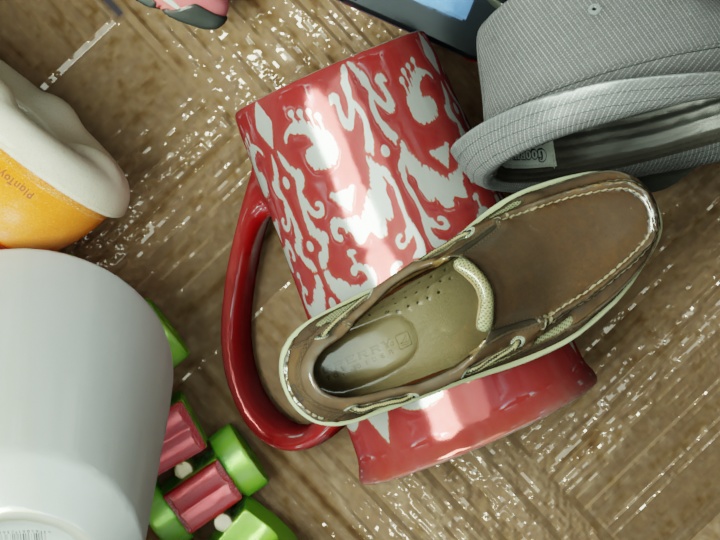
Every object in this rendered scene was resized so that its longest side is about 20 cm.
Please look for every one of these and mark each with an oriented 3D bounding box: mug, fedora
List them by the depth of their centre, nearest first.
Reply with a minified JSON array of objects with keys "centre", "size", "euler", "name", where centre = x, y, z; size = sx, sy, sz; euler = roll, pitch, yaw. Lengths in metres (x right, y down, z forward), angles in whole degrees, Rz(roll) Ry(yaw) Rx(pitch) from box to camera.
[{"centre":[-0.173,0.106,1.100],"size":[0.186,0.154,0.149],"euler":[-40,121,20],"name":"mug"},{"centre":[0.136,-0.102,1.119],"size":[0.198,0.177,0.091],"euler":[-12,80,3],"name":"fedora"},{"centre":[0.003,-0.001,1.186],"size":[0.176,0.133,0.202],"euler":[-23,92,-4],"name":"mug"}]

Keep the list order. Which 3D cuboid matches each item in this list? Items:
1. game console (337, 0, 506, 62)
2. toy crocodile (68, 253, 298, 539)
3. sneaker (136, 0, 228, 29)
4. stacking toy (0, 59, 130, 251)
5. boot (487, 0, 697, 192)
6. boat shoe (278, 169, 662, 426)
[{"centre":[0.029,-0.220,1.209],"size":[0.199,0.031,0.178],"euler":[23,101,-6],"name":"game console"},{"centre":[-0.105,0.081,1.214],"size":[0.067,0.062,0.201],"euler":[-34,95,-2],"name":"toy crocodile"},{"centre":[-0.123,-0.212,1.178],"size":[0.087,0.074,0.200],"euler":[-40,93,8],"name":"sneaker"},{"centre":[-0.225,-0.012,1.163],"size":[0.146,0.146,0.200],"euler":[39,95,-6],"name":"stacking toy"},{"centre":[0.176,-0.156,1.198],"size":[0.200,0.077,0.138],"euler":[-46,110,-1],"name":"boot"},{"centre":[0.058,0.016,1.090],"size":[0.201,0.075,0.075],"euler":[-31,89,-7],"name":"boat shoe"}]
